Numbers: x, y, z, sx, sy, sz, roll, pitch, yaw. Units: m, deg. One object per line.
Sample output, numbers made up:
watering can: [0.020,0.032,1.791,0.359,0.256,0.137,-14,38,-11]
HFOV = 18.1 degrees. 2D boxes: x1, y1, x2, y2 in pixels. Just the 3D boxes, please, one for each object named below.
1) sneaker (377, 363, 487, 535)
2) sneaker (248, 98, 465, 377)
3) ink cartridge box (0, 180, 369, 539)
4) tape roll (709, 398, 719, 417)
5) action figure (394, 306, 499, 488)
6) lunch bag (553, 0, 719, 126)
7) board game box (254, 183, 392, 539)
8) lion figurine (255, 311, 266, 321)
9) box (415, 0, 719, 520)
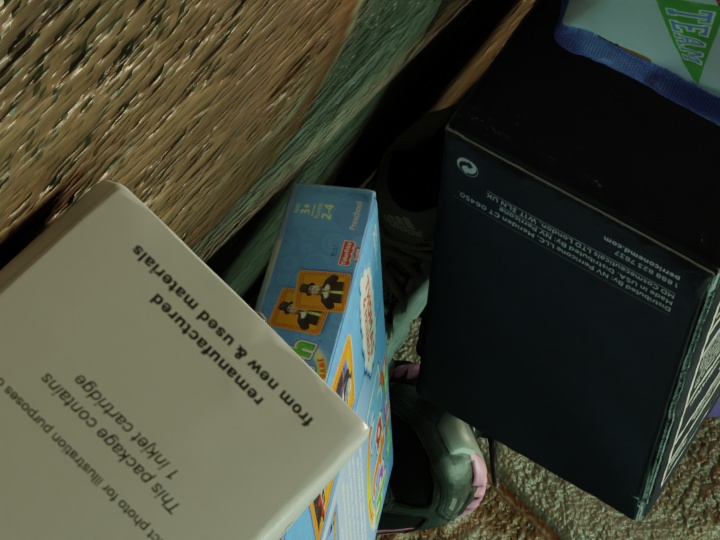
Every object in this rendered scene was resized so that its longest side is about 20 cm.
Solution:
sneaker: [-0.018,0.103,1.065,0.095,0.080,0.200,-26,179,-33]
sneaker: [0.000,0.000,0.976,0.201,0.075,0.116,-56,175,-19]
ink cartridge box: [-0.107,0.094,0.497,0.200,0.084,0.145,-45,176,-27]
tape roll: [0.185,-0.027,1.143,0.084,0.202,0.200,-3,-171,15]
action figure: [0.084,0.009,1.142,0.102,0.118,0.202,22,81,-66]
lunch bag: [0.169,-0.161,0.742,0.170,0.123,0.201,-51,-169,49]
board game box: [-0.024,0.094,0.788,0.152,0.036,0.201,86,15,-45]
lion figurine: [-0.106,0.099,0.713,0.200,0.072,0.122,-50,-174,-31]
box: [0.122,-0.042,0.919,0.200,0.123,0.199,-53,162,-28]
